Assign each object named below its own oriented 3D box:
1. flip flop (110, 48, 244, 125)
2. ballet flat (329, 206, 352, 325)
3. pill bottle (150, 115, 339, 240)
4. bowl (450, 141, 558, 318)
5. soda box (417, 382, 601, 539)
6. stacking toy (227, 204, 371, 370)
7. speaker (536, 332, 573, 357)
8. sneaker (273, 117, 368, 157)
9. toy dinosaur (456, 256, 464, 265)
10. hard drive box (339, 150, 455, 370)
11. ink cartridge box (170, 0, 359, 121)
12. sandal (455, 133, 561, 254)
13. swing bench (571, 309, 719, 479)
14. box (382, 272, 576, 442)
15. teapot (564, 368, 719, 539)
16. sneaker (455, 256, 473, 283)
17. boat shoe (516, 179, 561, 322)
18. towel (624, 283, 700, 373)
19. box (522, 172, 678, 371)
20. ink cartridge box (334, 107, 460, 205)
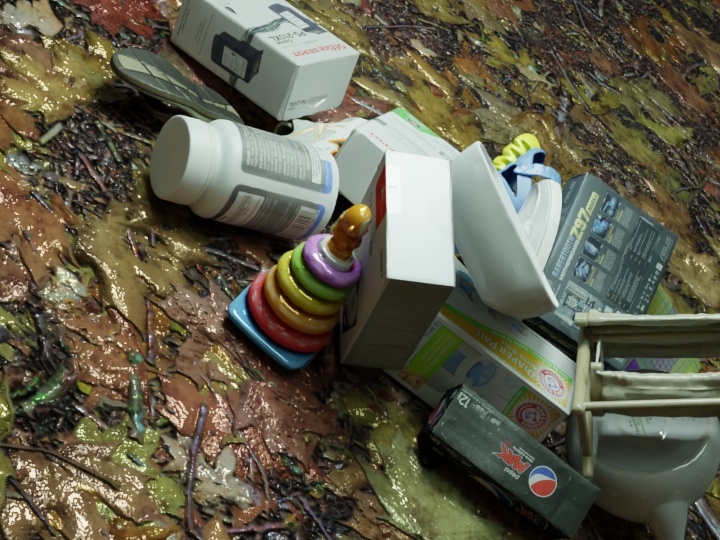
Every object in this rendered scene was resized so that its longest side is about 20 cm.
[{"bbox_3d":[-0.224,-0.204,1.723,0.199,0.058,0.082,24,29,-48],"label":"flip flop"},{"bbox_3d":[0.000,0.000,1.693,0.070,0.071,0.201,21,39,-26],"label":"ballet flat"},{"bbox_3d":[-0.134,-0.108,1.643,0.198,0.114,0.115,14,42,-34],"label":"pill bottle"},{"bbox_3d":[0.148,-0.034,1.599,0.202,0.074,0.200,65,7,8],"label":"bowl"},{"bbox_3d":[0.164,0.215,1.590,0.199,0.063,0.071,38,73,-4],"label":"soda box"},{"bbox_3d":[-0.042,0.001,1.530,0.109,0.200,0.116,40,34,1],"label":"stacking toy"},{"bbox_3d":[0.299,0.078,1.881,0.198,0.081,0.082,12,43,-34],"label":"speaker"},{"bbox_3d":[-0.058,-0.169,1.826,0.091,0.076,0.200,32,27,10],"label":"sneaker"},{"bbox_3d":[0.203,-0.002,1.840,0.180,0.106,0.200,30,63,25],"label":"toy dinosaur"},{"bbox_3d":[0.037,-0.007,1.546,0.076,0.201,0.158,7,58,-13],"label":"hard drive box"},{"bbox_3d":[-0.122,-0.288,1.846,0.199,0.085,0.144,37,32,21],"label":"ink cartridge box"},{"bbox_3d":[0.181,-0.089,1.795,0.087,0.080,0.200,38,68,24],"label":"sandal"},{"bbox_3d":[0.342,0.120,1.607,0.196,0.131,0.201,-3,43,13],"label":"swing bench"},{"bbox_3d":[0.143,0.114,1.661,0.199,0.113,0.102,37,33,-7],"label":"box"},{"bbox_3d":[0.335,0.224,1.701,0.196,0.147,0.200,19,51,30],"label":"teapot"},{"bbox_3d":[0.135,0.047,1.767,0.201,0.076,0.081,55,37,5],"label":"sneaker"},{"bbox_3d":[0.185,-0.026,1.726,0.068,0.072,0.202,25,78,-13],"label":"boat shoe"},{"bbox_3d":[0.371,0.095,1.869,0.144,0.023,0.201,-47,115,-28],"label":"towel"},{"bbox_3d":[0.292,0.004,1.781,0.157,0.051,0.202,32,72,-18],"label":"box"},{"bbox_3d":[0.056,-0.123,1.830,0.146,0.084,0.200,39,23,7],"label":"ink cartridge box"}]
